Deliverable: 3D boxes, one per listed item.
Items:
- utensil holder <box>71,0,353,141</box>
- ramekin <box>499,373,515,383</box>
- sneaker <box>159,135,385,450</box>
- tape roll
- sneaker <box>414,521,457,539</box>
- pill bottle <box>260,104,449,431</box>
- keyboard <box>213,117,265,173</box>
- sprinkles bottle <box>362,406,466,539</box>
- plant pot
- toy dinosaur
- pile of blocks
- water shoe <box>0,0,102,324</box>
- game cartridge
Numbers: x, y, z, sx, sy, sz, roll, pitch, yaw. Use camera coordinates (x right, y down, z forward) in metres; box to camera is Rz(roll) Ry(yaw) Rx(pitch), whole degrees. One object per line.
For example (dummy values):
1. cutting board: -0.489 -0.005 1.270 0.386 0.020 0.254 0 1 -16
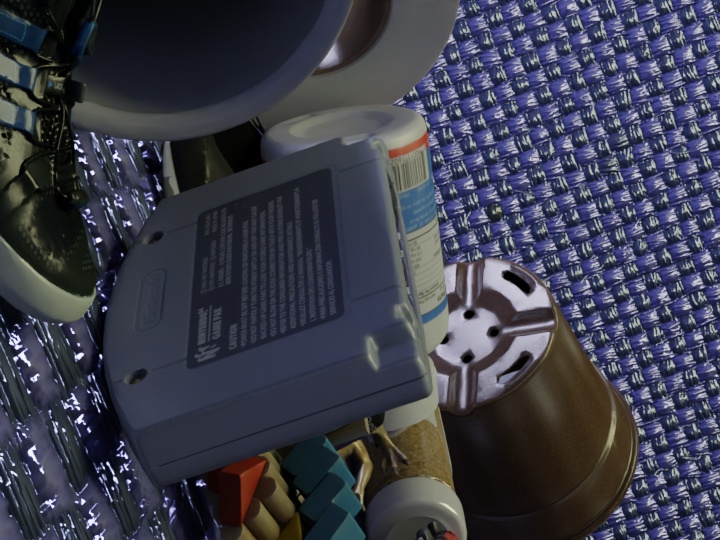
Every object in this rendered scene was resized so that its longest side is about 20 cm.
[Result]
1. utensil holder: -0.094 -0.179 0.712 0.201 0.169 0.171 -103 169 -58
2. ramekin: 0.249 0.228 2.383 0.200 0.097 0.202 -21 90 -82
3. sneaker: -0.043 0.004 0.866 0.076 0.087 0.202 27 42 -79
4. tape roll: -0.043 -0.214 1.063 0.140 0.201 0.203 -104 169 -46
5. sneaker: 0.037 0.208 0.937 0.200 0.070 0.099 36 31 -80
6. pill bottle: 0.000 0.000 1.041 0.112 0.111 0.202 -90 174 -71
7. keyboard: -0.081 -0.053 1.037 0.200 0.039 0.105 60 34 -56
8. sprinkles bottle: 0.031 0.134 1.129 0.200 0.068 0.069 -99 166 -62
9. plant pot: 0.118 0.106 1.324 0.199 0.199 0.201 62 10 -47
10. toy dinosaur: -0.017 0.085 0.955 0.201 0.058 0.102 -99 165 -60
11. pile of blocks: -0.040 0.077 0.702 0.062 0.081 0.201 60 12 -50
12. water shoe: -0.123 -0.081 0.548 0.072 0.078 0.202 -62 131 -80
13. game cartridge: -0.043 0.011 0.665 0.201 0.132 0.041 -96 170 -61
